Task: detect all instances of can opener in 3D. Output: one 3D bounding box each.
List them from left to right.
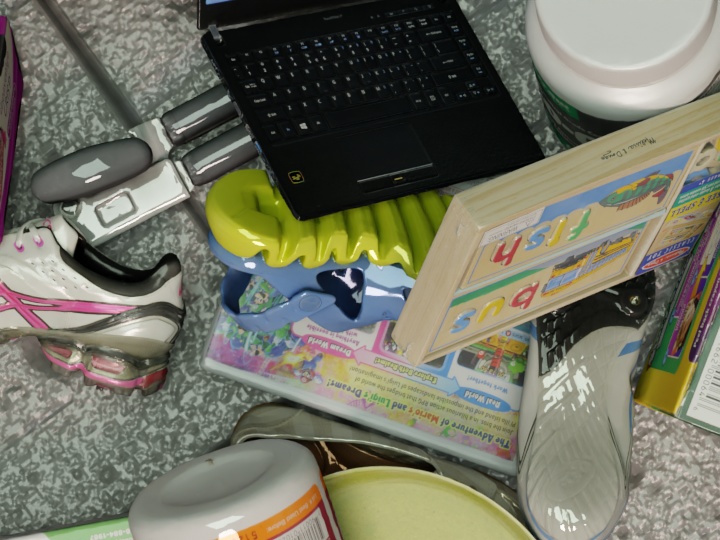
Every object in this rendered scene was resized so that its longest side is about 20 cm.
[{"bbox_3d":[-0.094,-0.076,1.562,0.200,0.066,0.053,-27,88,-2],"label":"can opener"}]

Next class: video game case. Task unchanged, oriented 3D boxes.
[{"bbox_3d":[0.029,0.003,1.549,0.200,0.024,0.182,19,90,-8],"label":"video game case"}]

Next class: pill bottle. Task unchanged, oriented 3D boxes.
[{"bbox_3d":[-0.047,0.203,1.473,0.110,0.110,0.200,-18,105,3],"label":"pill bottle"},{"bbox_3d":[0.149,-0.126,1.468,0.113,0.200,0.113,-2,77,8],"label":"pill bottle"}]

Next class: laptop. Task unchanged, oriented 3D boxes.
[{"bbox_3d":[0.010,-0.150,1.491,0.177,0.103,0.200,-14,66,-33],"label":"laptop"}]

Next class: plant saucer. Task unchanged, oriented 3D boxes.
[{"bbox_3d":[0.027,0.198,1.528,0.200,0.031,0.200,5,112,13],"label":"plant saucer"}]

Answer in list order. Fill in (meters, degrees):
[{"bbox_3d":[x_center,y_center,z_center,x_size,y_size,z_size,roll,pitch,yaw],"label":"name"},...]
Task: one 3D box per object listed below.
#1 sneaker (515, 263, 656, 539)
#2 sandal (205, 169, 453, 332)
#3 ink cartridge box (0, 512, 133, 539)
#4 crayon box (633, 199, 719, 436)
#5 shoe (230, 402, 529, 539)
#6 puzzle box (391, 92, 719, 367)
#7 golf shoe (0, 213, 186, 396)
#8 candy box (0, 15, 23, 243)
[{"bbox_3d":[0.125,0.065,1.520,0.072,0.072,0.200,11,73,-3],"label":"sneaker"},{"bbox_3d":[0.000,0.000,1.505,0.200,0.080,0.087,11,129,-15],"label":"sandal"},{"bbox_3d":[-0.156,0.246,1.542,0.145,0.084,0.200,-11,88,4],"label":"ink cartridge box"},{"bbox_3d":[0.221,-0.007,1.478,0.058,0.173,0.200,21,90,-1],"label":"crayon box"},{"bbox_3d":[0.015,0.133,1.549,0.200,0.053,0.070,21,90,4],"label":"shoe"},{"bbox_3d":[0.117,-0.023,1.435,0.200,0.133,0.025,-22,64,-28],"label":"puzzle box"},{"bbox_3d":[-0.199,0.002,1.552,0.200,0.073,0.092,16,108,-1],"label":"golf shoe"},{"bbox_3d":[-0.303,-0.078,1.541,0.200,0.061,0.136,-3,49,4],"label":"candy box"}]
